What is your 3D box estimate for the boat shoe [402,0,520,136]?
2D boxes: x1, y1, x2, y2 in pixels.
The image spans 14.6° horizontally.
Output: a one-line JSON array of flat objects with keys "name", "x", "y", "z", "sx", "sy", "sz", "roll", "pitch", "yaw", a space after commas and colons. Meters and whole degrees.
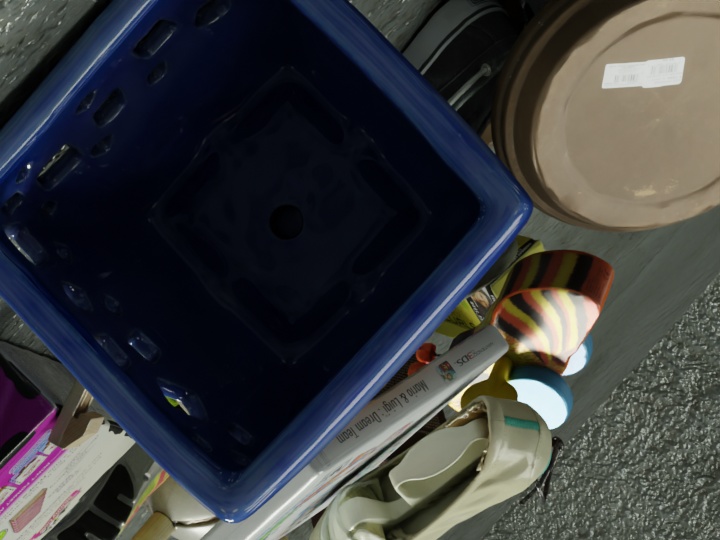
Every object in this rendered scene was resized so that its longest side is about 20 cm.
[{"name": "boat shoe", "x": 0.040, "y": -0.076, "z": 1.695, "sx": 0.073, "sy": 0.068, "sz": 0.200, "roll": -6, "pitch": 142, "yaw": -50}]

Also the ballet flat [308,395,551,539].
[{"name": "ballet flat", "x": 0.025, "y": 0.136, "z": 1.692, "sx": 0.200, "sy": 0.070, "sz": 0.069, "roll": -37, "pitch": 173, "yaw": 25}]

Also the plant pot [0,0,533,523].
[{"name": "plant pot", "x": -0.045, "y": -0.027, "z": 1.289, "sx": 0.200, "sy": 0.200, "sz": 0.180, "roll": -46, "pitch": 175, "yaw": 7}]

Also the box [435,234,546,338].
[{"name": "box", "x": 0.074, "y": 0.009, "z": 1.898, "sx": 0.050, "sy": 0.075, "sz": 0.200, "roll": -40, "pitch": -156, "yaw": -15}]

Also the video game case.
[{"name": "video game case", "x": -0.020, "y": 0.120, "z": 1.677, "sx": 0.182, "sy": 0.024, "sz": 0.200, "roll": -31, "pitch": 170, "yaw": -43}]

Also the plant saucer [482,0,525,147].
[{"name": "plant saucer", "x": 0.083, "y": -0.122, "z": 1.822, "sx": 0.200, "sy": 0.029, "sz": 0.200, "roll": -43, "pitch": 169, "yaw": -11}]

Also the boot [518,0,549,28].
[{"name": "boot", "x": 0.128, "y": -0.139, "z": 1.686, "sx": 0.200, "sy": 0.072, "sz": 0.091, "roll": 15, "pitch": 94, "yaw": -64}]

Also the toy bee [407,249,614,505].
[{"name": "toy bee", "x": 0.085, "y": 0.062, "z": 1.752, "sx": 0.131, "sy": 0.108, "sz": 0.201, "roll": -60, "pitch": 167, "yaw": -64}]

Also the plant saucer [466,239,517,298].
[{"name": "plant saucer", "x": 0.000, "y": 0.000, "z": 1.792, "sx": 0.199, "sy": 0.050, "sz": 0.200, "roll": -21, "pitch": -169, "yaw": 4}]

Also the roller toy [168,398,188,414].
[{"name": "roller toy", "x": -0.035, "y": 0.017, "z": 1.612, "sx": 0.182, "sy": 0.140, "sz": 0.200, "roll": -33, "pitch": 163, "yaw": -48}]

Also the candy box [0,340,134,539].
[{"name": "candy box", "x": -0.207, "y": 0.111, "z": 1.542, "sx": 0.136, "sy": 0.061, "sz": 0.200, "roll": -45, "pitch": 168, "yaw": 0}]

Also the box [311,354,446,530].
[{"name": "box", "x": 0.005, "y": 0.113, "z": 1.957, "sx": 0.200, "sy": 0.075, "sz": 0.101, "roll": -108, "pitch": -143, "yaw": -54}]

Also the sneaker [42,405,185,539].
[{"name": "sneaker", "x": -0.156, "y": 0.125, "z": 1.742, "sx": 0.200, "sy": 0.078, "sz": 0.090, "roll": -44, "pitch": 171, "yaw": -5}]

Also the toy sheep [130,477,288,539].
[{"name": "toy sheep", "x": -0.081, "y": 0.117, "z": 1.837, "sx": 0.200, "sy": 0.138, "sz": 0.138, "roll": -43, "pitch": 170, "yaw": -35}]

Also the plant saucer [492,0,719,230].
[{"name": "plant saucer", "x": 0.175, "y": -0.100, "z": 1.645, "sx": 0.199, "sy": 0.030, "sz": 0.201, "roll": -10, "pitch": 130, "yaw": -12}]

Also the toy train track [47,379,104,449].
[{"name": "toy train track", "x": -0.103, "y": 0.005, "z": 1.447, "sx": 0.201, "sy": 0.032, "sz": 0.115, "roll": -64, "pitch": 169, "yaw": 5}]
